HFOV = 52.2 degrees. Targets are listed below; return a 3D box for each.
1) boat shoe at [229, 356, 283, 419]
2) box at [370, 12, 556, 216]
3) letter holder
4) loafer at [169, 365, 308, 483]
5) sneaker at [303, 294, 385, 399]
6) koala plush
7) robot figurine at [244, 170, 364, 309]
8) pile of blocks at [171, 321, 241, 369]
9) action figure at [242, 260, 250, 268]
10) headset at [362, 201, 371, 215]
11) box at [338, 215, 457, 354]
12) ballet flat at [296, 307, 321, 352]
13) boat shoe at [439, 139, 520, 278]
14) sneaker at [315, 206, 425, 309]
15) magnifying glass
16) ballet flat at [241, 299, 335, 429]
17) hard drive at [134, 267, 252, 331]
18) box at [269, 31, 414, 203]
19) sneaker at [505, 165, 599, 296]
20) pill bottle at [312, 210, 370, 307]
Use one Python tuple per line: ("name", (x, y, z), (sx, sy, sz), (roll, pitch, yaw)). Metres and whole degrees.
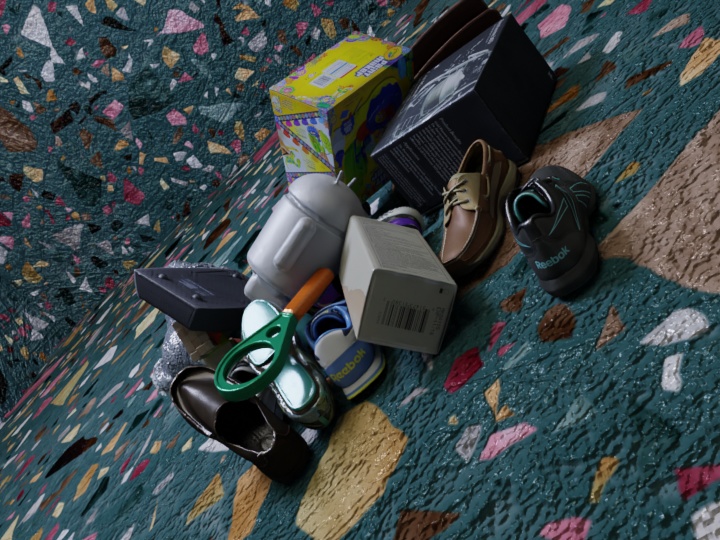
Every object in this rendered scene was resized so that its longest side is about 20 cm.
("boat shoe", (-0.129, 0.130, 0.907), (0.073, 0.065, 0.203), (-27, 45, 24))
("box", (0.145, -0.212, 1.017), (0.195, 0.124, 0.202), (-24, 28, 43))
("letter holder", (0.159, -0.330, 1.188), (0.199, 0.142, 0.101), (-42, 19, 9))
("loafer", (-0.141, 0.155, 0.810), (0.197, 0.072, 0.074), (23, 68, 30))
("sneaker", (-0.022, 0.067, 0.866), (0.074, 0.082, 0.200), (-44, 18, 8))
("koala plush", (-0.277, 0.104, 1.234), (0.176, 0.183, 0.203), (-32, 35, 36))
("robot figurine", (-0.069, -0.038, 0.940), (0.202, 0.112, 0.170), (-56, 1, 7))
("pile of blocks", (-0.193, 0.103, 1.040), (0.061, 0.201, 0.083), (-32, 63, -2))
("action figure", (-0.108, -0.015, 1.192), (0.199, 0.098, 0.066), (-37, 61, 30))
("headset", (-0.070, -0.088, 1.262), (0.197, 0.095, 0.125), (-13, 34, 30))
("box", (0.034, 0.009, 0.815), (0.200, 0.093, 0.079), (-108, 31, -70))
("ballet flat", (-0.114, 0.124, 1.006), (0.199, 0.069, 0.063), (-38, -8, 16))
("boat shoe", (0.125, -0.077, 0.854), (0.075, 0.074, 0.202), (-28, 26, 42))
("sneaker", (0.000, -0.001, 0.976), (0.199, 0.069, 0.100), (-38, 22, 25))
("magnifying glass", (-0.091, 0.068, 0.831), (0.078, 0.023, 0.201), (2, 43, 39))
("ballet flat", (-0.085, 0.112, 0.858), (0.074, 0.074, 0.201), (-43, 42, 7))
("hard drive", (-0.196, 0.037, 0.991), (0.199, 0.133, 0.043), (0, -67, -60))
("box", (-0.018, -0.226, 1.142), (0.121, 0.195, 0.200), (27, 54, 31))
("sneaker", (0.180, -0.062, 0.701), (0.075, 0.079, 0.201), (-36, 20, 25))
("pill bottle", (-0.070, -0.013, 1.093), (0.199, 0.106, 0.107), (-39, 20, 18))
